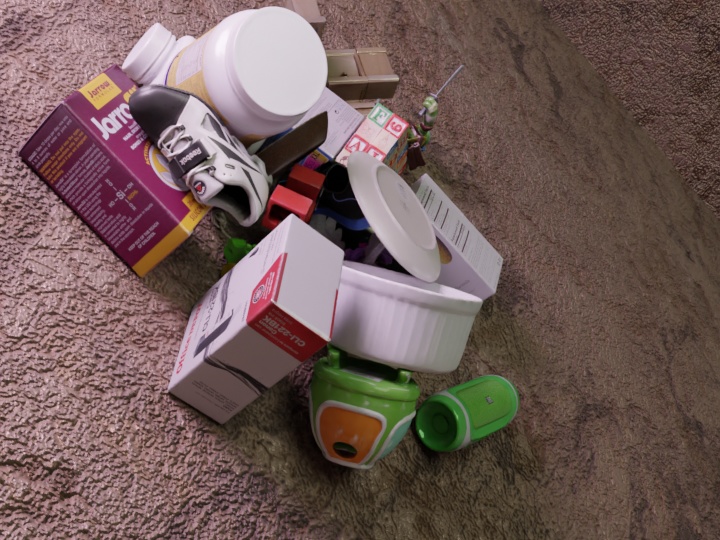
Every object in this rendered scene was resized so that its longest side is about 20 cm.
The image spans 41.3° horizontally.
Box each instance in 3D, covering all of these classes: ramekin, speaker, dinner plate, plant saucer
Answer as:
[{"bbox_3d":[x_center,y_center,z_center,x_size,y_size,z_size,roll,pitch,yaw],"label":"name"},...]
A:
[{"bbox_3d":[0.045,0.058,1.190,0.199,0.199,0.099,10,97,-49],"label":"ramekin"},{"bbox_3d":[0.161,0.208,1.407,0.199,0.088,0.089,-8,67,-56],"label":"speaker"},{"bbox_3d":[0.053,-0.077,1.256,0.200,0.024,0.201,46,23,-26],"label":"dinner plate"},{"bbox_3d":[-0.117,-0.138,1.244,0.035,0.199,0.200,55,32,-5],"label":"plant saucer"}]

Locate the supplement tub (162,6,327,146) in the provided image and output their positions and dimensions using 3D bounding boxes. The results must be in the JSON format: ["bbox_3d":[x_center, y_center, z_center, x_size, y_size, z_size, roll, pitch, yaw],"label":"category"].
[{"bbox_3d":[-0.141,-0.226,1.148,0.144,0.199,0.148,3,84,-33],"label":"supplement tub"}]

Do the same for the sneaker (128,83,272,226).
[{"bbox_3d":[-0.178,-0.126,1.073,0.199,0.074,0.089,38,34,-27],"label":"sneaker"}]

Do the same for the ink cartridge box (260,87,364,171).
[{"bbox_3d":[-0.109,-0.236,1.424,0.199,0.076,0.137,38,41,-5],"label":"ink cartridge box"}]

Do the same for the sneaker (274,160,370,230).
[{"bbox_3d":[-0.054,-0.118,1.323,0.070,0.198,0.079,-41,130,-30],"label":"sneaker"}]

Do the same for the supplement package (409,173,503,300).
[{"bbox_3d":[0.123,-0.034,1.552,0.200,0.113,0.110,46,32,-13],"label":"supplement package"}]

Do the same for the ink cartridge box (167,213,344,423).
[{"bbox_3d":[-0.117,0.057,1.066,0.083,0.200,0.145,35,36,-22],"label":"ink cartridge box"}]

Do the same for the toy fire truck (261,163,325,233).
[{"bbox_3d":[-0.093,-0.058,1.226,0.048,0.201,0.142,22,48,-1],"label":"toy fire truck"}]

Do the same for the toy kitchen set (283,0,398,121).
[{"bbox_3d":[-0.019,-0.321,1.498,0.197,0.181,0.165,-7,59,-20],"label":"toy kitchen set"}]

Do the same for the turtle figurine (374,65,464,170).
[{"bbox_3d":[0.060,-0.276,1.670,0.143,0.202,0.193,27,29,22],"label":"turtle figurine"}]

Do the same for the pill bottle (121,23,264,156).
[{"bbox_3d":[-0.218,-0.236,1.284,0.199,0.109,0.110,39,35,-25],"label":"pill bottle"}]

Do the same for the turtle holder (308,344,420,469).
[{"bbox_3d":[-0.004,0.166,1.192,0.139,0.134,0.185,12,4,-17],"label":"turtle holder"}]

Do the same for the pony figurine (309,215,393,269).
[{"bbox_3d":[0.000,0.000,1.346,0.200,0.165,0.195,49,37,-38],"label":"pony figurine"}]

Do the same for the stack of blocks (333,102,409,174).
[{"bbox_3d":[0.017,-0.161,1.466,0.058,0.116,0.200,35,-8,8],"label":"stack of blocks"}]

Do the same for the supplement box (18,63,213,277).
[{"bbox_3d":[-0.269,-0.117,1.110,0.200,0.103,0.131,46,33,-13],"label":"supplement box"}]

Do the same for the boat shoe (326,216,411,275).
[{"bbox_3d":[0.023,-0.044,1.466,0.200,0.075,0.074,45,30,-17],"label":"boat shoe"}]

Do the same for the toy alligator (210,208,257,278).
[{"bbox_3d":[-0.143,-0.005,1.223,0.059,0.054,0.202,5,57,-51],"label":"toy alligator"}]
